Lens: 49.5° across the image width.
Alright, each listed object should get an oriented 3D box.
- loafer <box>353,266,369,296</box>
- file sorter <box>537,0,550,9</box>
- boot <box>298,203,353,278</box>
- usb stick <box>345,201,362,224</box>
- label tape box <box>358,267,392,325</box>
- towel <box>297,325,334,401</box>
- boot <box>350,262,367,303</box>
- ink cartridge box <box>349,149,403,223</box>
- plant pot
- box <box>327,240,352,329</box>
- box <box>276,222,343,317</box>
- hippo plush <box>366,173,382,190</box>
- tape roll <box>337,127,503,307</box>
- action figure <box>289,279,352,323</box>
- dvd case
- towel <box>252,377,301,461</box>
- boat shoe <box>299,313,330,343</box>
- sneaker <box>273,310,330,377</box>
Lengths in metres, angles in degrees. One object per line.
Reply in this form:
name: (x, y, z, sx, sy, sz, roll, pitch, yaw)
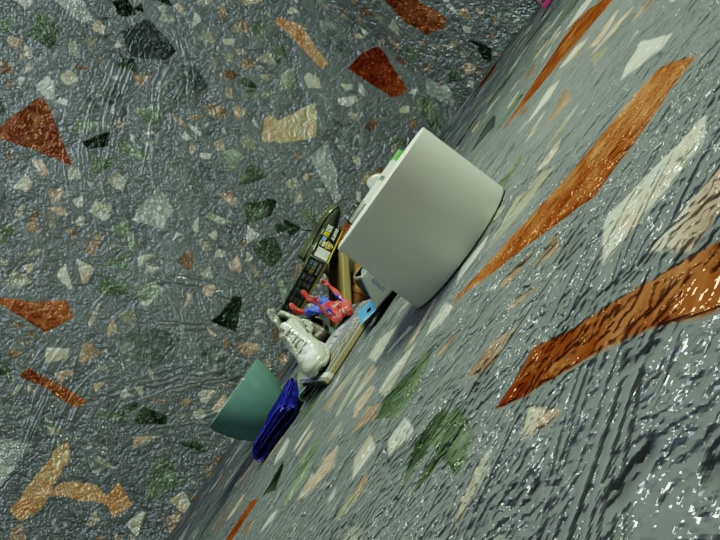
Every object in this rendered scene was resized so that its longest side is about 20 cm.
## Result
loafer: (0.054, -0.041, 1.693, 0.071, 0.063, 0.201, 9, 63, 50)
file sorter: (0.684, -1.072, 2.779, 0.140, 0.125, 0.200, -55, 3, -28)
boot: (-0.034, -0.041, 1.923, 0.183, 0.199, 0.072, -59, -12, 17)
usb stick: (0.050, -0.107, 1.743, 0.056, 0.199, 0.033, -57, 46, 19)
label tape box: (0.044, -0.003, 1.445, 0.200, 0.066, 0.143, -48, 4, 4)
towel: (-0.093, 0.198, 1.692, 0.147, 0.022, 0.200, -54, 10, 2)
boot: (0.000, 0.000, 1.778, 0.200, 0.076, 0.157, 90, -159, -72)
ink cartridge box: (0.086, -0.141, 1.665, 0.083, 0.146, 0.201, -51, 4, 48)
plant pot: (-0.257, 0.336, 1.908, 0.201, 0.134, 0.200, -55, 3, 4)
box: (-0.049, 0.052, 1.802, 0.164, 0.021, 0.202, 130, 138, -67)
box: (-0.117, 0.007, 1.810, 0.201, 0.049, 0.160, -59, 7, 32)
hippo plush: (0.108, -0.153, 1.921, 0.161, 0.157, 0.203, 33, -130, -76)
tape roll: (0.079, -0.071, 1.055, 0.203, 0.139, 0.203, -54, 4, 5)
action figure: (-0.090, 0.058, 1.637, 0.199, 0.099, 0.065, 8, 50, 51)
dvd case: (-0.041, 0.142, 1.547, 0.201, 0.016, 0.148, -56, 14, -21)
towel: (-0.181, 0.318, 1.712, 0.148, 0.049, 0.200, -54, 3, 8)
boat shoe: (-0.101, 0.138, 1.711, 0.073, 0.075, 0.200, -44, 18, -3)
sneaker: (-0.121, 0.143, 1.543, 0.075, 0.081, 0.200, -49, 31, 2)
